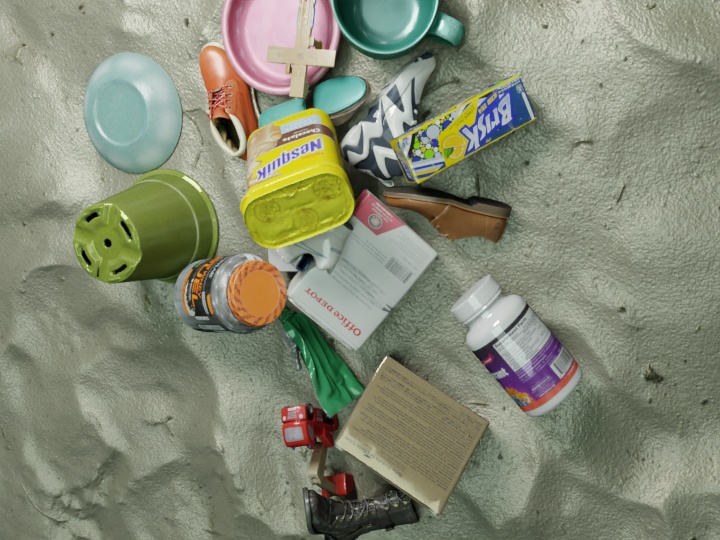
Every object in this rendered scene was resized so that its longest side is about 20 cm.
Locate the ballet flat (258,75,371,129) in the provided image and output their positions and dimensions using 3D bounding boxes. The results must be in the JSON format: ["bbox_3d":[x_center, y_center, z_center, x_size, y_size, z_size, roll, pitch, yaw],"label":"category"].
[{"bbox_3d":[-0.065,-0.249,1.028,0.196,0.067,0.070,-11,72,22],"label":"ballet flat"}]

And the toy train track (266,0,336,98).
[{"bbox_3d":[-0.077,-0.359,0.977,0.112,0.032,0.205,11,98,20],"label":"toy train track"}]

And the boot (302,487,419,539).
[{"bbox_3d":[0.005,0.391,1.092,0.171,0.070,0.201,-20,138,8],"label":"boot"}]

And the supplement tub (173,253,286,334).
[{"bbox_3d":[-0.208,0.038,1.054,0.198,0.121,0.125,-6,102,51],"label":"supplement tub"}]

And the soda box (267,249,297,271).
[{"bbox_3d":[-0.116,-0.103,1.073,0.066,0.064,0.205,-1,101,15],"label":"soda box"}]

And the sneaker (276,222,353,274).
[{"bbox_3d":[-0.101,-0.047,0.971,0.197,0.074,0.089,10,79,45],"label":"sneaker"}]

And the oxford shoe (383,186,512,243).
[{"bbox_3d":[0.126,-0.083,0.999,0.195,0.071,0.073,14,110,3],"label":"oxford shoe"}]

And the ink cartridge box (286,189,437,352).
[{"bbox_3d":[0.000,0.000,1.019,0.145,0.085,0.201,39,97,-12],"label":"ink cartridge box"}]

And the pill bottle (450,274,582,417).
[{"bbox_3d":[0.230,0.110,0.995,0.111,0.111,0.201,-41,88,19],"label":"pill bottle"}]

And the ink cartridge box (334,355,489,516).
[{"bbox_3d":[0.082,0.260,1.057,0.198,0.075,0.167,32,84,7],"label":"ink cartridge box"}]

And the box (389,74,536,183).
[{"bbox_3d":[0.145,-0.201,0.939,0.197,0.064,0.071,-29,102,-4],"label":"box"}]

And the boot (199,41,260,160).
[{"bbox_3d":[-0.212,-0.270,1.044,0.074,0.107,0.203,-24,93,20],"label":"boot"}]

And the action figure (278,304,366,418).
[{"bbox_3d":[-0.079,0.142,1.104,0.054,0.118,0.202,-38,81,31],"label":"action figure"}]

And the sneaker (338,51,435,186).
[{"bbox_3d":[0.072,-0.216,0.996,0.129,0.079,0.200,40,89,-15],"label":"sneaker"}]

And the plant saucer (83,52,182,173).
[{"bbox_3d":[-0.403,-0.269,1.131,0.196,0.039,0.206,3,103,15],"label":"plant saucer"}]

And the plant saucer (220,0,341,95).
[{"bbox_3d":[-0.119,-0.377,1.024,0.196,0.051,0.206,3,103,14],"label":"plant saucer"}]

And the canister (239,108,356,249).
[{"bbox_3d":[-0.092,-0.136,0.922,0.146,0.202,0.088,-20,128,6],"label":"canister"}]

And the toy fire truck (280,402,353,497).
[{"bbox_3d":[-0.071,0.305,1.103,0.048,0.200,0.144,-12,70,16],"label":"toy fire truck"}]

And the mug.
[{"bbox_3d":[0.044,-0.369,0.942,0.150,0.115,0.187,-32,98,8],"label":"mug"}]

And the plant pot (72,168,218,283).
[{"bbox_3d":[-0.365,-0.058,1.085,0.195,0.190,0.205,3,103,15],"label":"plant pot"}]
